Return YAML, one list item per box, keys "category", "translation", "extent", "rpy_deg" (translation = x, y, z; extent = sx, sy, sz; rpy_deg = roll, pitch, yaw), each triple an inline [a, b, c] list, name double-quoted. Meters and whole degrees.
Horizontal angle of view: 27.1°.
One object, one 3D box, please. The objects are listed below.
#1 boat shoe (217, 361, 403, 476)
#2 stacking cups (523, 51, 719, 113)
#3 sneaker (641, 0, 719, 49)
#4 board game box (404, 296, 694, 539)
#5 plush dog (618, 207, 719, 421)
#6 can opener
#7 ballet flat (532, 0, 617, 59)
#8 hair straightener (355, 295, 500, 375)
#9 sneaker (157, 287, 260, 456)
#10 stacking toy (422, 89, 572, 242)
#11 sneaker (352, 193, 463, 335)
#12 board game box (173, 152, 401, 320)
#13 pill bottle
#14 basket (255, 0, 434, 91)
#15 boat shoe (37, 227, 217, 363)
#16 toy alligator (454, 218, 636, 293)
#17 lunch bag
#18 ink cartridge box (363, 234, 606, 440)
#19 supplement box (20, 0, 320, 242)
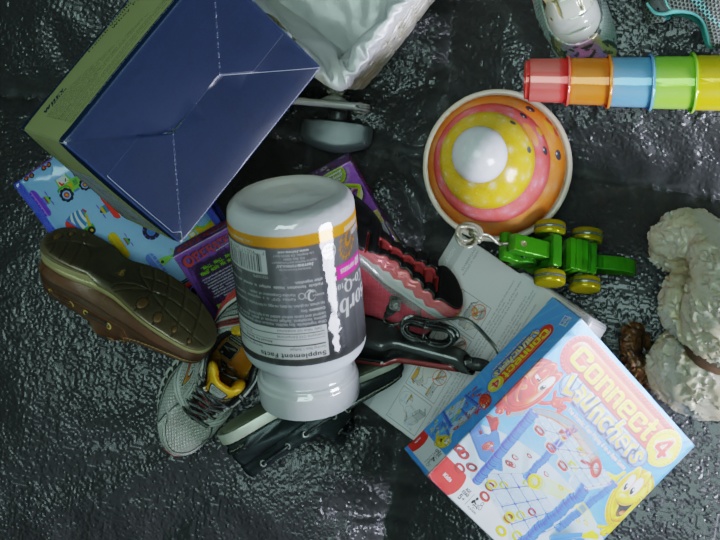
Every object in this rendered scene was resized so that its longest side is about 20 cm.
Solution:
- category: "boat shoe"
  translation: [-0.039, 0.145, 1.465]
  extent: [0.198, 0.075, 0.067]
  rpy_deg: [-26, 100, 1]
- category: "stacking cups"
  translation: [0.252, -0.176, 1.392]
  extent: [0.198, 0.061, 0.061]
  rpy_deg: [1, 92, 1]
- category: "sneaker"
  translation: [0.281, -0.278, 1.395]
  extent: [0.199, 0.078, 0.092]
  rpy_deg: [32, 101, 9]
- category: "board game box"
  translation: [0.177, 0.163, 1.374]
  extent: [0.196, 0.056, 0.200]
  rpy_deg: [-46, 118, 0]
- category: "plush dog"
  translation: [0.333, 0.064, 1.374]
  extent: [0.199, 0.161, 0.173]
  rpy_deg: [22, 122, 10]
- category: "can opener"
  translation: [-0.085, -0.160, 1.471]
  extent: [0.198, 0.053, 0.067]
  rpy_deg: [10, 94, 10]
- category: "ballet flat"
  translation: [0.191, -0.278, 1.410]
  extent: [0.069, 0.071, 0.202]
  rpy_deg: [-17, 89, 9]
- category: "hair straightener"
  translation: [0.039, 0.064, 1.398]
  extent: [0.198, 0.041, 0.077]
  rpy_deg: [13, 139, 22]
- category: "sneaker"
  translation: [-0.146, 0.106, 1.457]
  extent: [0.077, 0.082, 0.201]
  rpy_deg: [26, 116, -10]
- category: "stacking toy"
  translation: [0.119, -0.098, 1.363]
  extent: [0.145, 0.200, 0.148]
  rpy_deg: [0, 93, 10]
- category: "sneaker"
  translation: [0.000, 0.000, 1.422]
  extent: [0.200, 0.074, 0.087]
  rpy_deg: [37, 120, -13]
- category: "board game box"
  translation: [-0.069, -0.017, 1.463]
  extent: [0.199, 0.032, 0.120]
  rpy_deg: [-27, 117, 9]
- category: "pill bottle"
  translation: [-0.054, 0.025, 1.340]
  extent: [0.115, 0.117, 0.202]
  rpy_deg: [-1, 115, 10]
- category: "basket"
  translation: [-0.024, -0.295, 1.401]
  extent: [0.198, 0.161, 0.201]
  rpy_deg: [38, 97, 6]
- category: "boat shoe"
  translation: [-0.224, 0.033, 1.432]
  extent: [0.199, 0.072, 0.068]
  rpy_deg: [30, 128, 15]
- category: "toy alligator"
  translation: [0.166, -0.015, 1.407]
  extent: [0.198, 0.054, 0.060]
  rpy_deg: [10, 73, -22]
- category: "lunch bag"
  translation: [-0.221, -0.047, 1.489]
  extent: [0.150, 0.094, 0.201]
  rpy_deg: [-31, 97, 7]
- category: "ink cartridge box"
  translation: [0.115, 0.091, 1.451]
  extent: [0.176, 0.045, 0.201]
  rpy_deg: [36, 98, 32]
- category: "supplement box"
  translation: [-0.174, -0.152, 1.329]
  extent: [0.134, 0.200, 0.200]
  rpy_deg: [42, 81, -23]
